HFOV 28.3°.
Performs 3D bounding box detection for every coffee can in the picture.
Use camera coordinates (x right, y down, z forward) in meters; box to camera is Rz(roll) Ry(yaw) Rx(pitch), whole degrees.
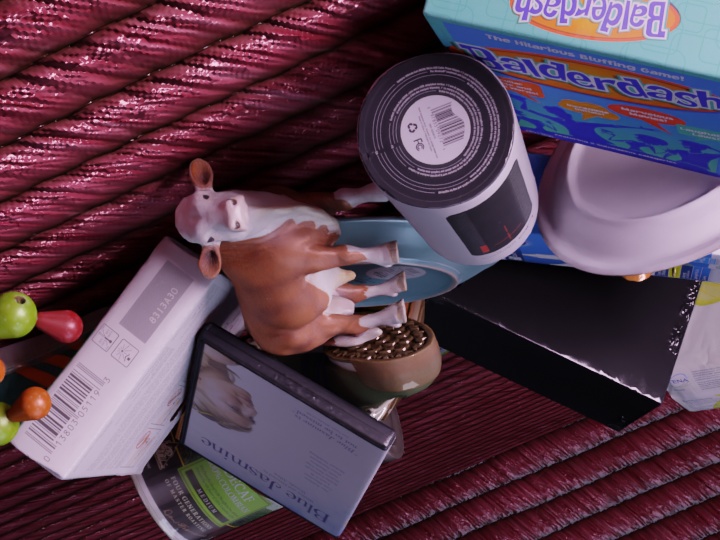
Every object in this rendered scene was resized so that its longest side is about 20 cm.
[{"bbox_3d":[-0.083,0.131,1.213,0.200,0.147,0.146,-25,165,11],"label":"coffee can"}]

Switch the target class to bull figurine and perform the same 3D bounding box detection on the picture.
[{"bbox_3d":[-0.036,-0.007,0.852,0.121,0.065,0.200,-5,154,4],"label":"bull figurine"}]

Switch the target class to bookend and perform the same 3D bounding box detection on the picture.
[{"bbox_3d":[0.169,-0.006,1.160,0.200,0.199,0.092,25,156,-3],"label":"bookend"}]

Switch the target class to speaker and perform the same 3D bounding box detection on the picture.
[{"bbox_3d":[0.054,-0.055,0.789,0.081,0.081,0.200,-24,168,6],"label":"speaker"}]

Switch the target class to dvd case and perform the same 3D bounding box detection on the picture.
[{"bbox_3d":[-0.058,0.117,0.992,0.018,0.143,0.200,-58,175,-28],"label":"dvd case"}]

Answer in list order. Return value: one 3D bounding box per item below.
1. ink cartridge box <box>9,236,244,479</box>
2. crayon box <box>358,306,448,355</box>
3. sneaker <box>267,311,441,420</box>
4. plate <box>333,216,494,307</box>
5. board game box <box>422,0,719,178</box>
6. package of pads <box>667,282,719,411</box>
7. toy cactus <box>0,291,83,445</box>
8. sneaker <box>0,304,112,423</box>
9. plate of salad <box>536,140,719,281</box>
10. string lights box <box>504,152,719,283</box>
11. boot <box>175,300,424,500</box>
[{"bbox_3d":[-0.142,0.064,0.963,0.161,0.050,0.200,-53,174,-3],"label":"ink cartridge box"},{"bbox_3d":[0.061,0.044,1.309,0.126,0.052,0.200,-8,159,-44],"label":"crayon box"},{"bbox_3d":[-0.001,0.081,0.974,0.067,0.090,0.200,-23,-165,-27],"label":"sneaker"},{"bbox_3d":[0.000,0.000,0.985,0.200,0.026,0.200,-1,166,0],"label":"plate"},{"bbox_3d":[0.127,-0.103,0.728,0.152,0.045,0.200,16,175,18],"label":"board game box"},{"bbox_3d":[0.333,0.015,1.177,0.154,0.200,0.068,-17,130,45],"label":"package of pads"},{"bbox_3d":[-0.274,0.059,0.834,0.200,0.102,0.165,-29,146,33],"label":"toy cactus"},{"bbox_3d":[-0.200,0.083,0.993,0.200,0.080,0.071,-21,165,-16],"label":"sneaker"},{"bbox_3d":[0.200,-0.069,0.876,0.200,0.200,0.048,-28,124,21],"label":"plate of salad"},{"bbox_3d":[0.167,-0.037,0.981,0.200,0.059,0.103,6,170,12],"label":"string lights box"},{"bbox_3d":[-0.045,0.081,1.097,0.200,0.155,0.077,-67,171,17],"label":"boot"}]
